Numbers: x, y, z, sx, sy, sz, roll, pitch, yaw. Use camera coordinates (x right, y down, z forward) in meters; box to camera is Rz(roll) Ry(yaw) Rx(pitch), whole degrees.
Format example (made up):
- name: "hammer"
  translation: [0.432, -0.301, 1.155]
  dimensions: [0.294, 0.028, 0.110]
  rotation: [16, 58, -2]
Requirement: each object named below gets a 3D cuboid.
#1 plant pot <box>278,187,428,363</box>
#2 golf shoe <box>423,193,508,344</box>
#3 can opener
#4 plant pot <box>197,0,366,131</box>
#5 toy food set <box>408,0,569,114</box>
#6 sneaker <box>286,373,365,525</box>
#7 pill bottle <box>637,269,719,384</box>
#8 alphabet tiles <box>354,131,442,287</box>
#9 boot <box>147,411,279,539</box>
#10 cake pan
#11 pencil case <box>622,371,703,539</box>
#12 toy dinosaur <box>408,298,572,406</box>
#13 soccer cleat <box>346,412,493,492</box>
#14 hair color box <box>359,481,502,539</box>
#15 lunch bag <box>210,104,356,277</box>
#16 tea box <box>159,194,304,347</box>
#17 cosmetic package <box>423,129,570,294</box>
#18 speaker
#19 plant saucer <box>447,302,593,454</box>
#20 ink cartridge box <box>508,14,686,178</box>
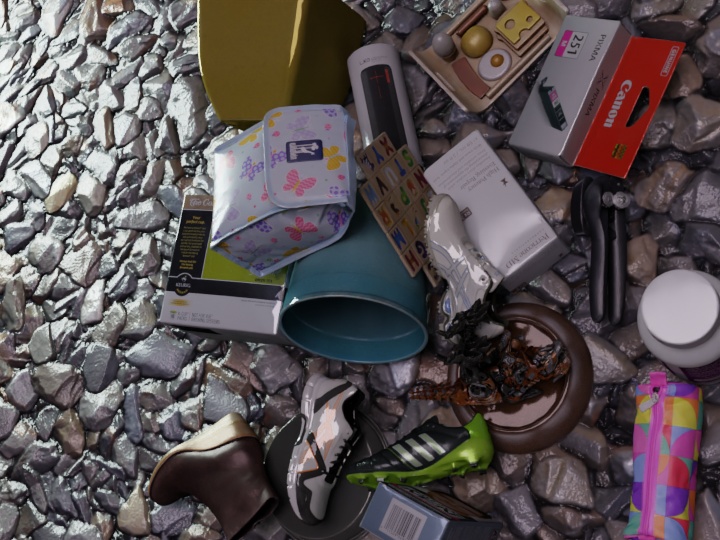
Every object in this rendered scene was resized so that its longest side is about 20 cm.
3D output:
- name: "plant pot"
  translation: [0.000, 0.000, 1.401]
  dimensions: [0.199, 0.200, 0.189]
  rotation: [-7, 58, 24]
- name: "golf shoe"
  translation: [0.143, -0.006, 1.334]
  dimensions: [0.097, 0.078, 0.201]
  rotation: [-8, 98, 35]
- name: "can opener"
  translation: [0.318, -0.028, 1.330]
  dimensions: [0.063, 0.079, 0.201]
  rotation: [0, 76, -15]
- name: "plant pot"
  translation: [-0.125, -0.305, 1.540]
  dimensions: [0.193, 0.195, 0.202]
  rotation: [4, 84, 26]
- name: "toy food set"
  translation: [0.182, -0.337, 1.471]
  dimensions: [0.200, 0.060, 0.144]
  rotation: [-44, 62, 9]
- name: "sneaker"
  translation: [-0.044, 0.238, 1.370]
  dimensions: [0.079, 0.074, 0.201]
  rotation: [3, 78, 24]
- name: "pill bottle"
  translation: [0.381, 0.062, 1.185]
  dimensions: [0.112, 0.200, 0.113]
  rotation: [-7, 73, 23]
- name: "alphabet tiles"
  translation: [0.065, -0.083, 1.374]
  dimensions: [0.006, 0.166, 0.201]
  rotation: [-25, 103, 33]
- name: "boot"
  translation: [-0.211, 0.313, 1.448]
  dimensions: [0.200, 0.072, 0.167]
  rotation: [-42, 47, 14]
- name: "cake pan"
  translation: [-0.053, 0.281, 1.425]
  dimensions: [0.199, 0.037, 0.202]
  rotation: [-7, 73, 24]
- name: "pencil case"
  translation: [0.357, 0.225, 1.220]
  dimensions: [0.088, 0.088, 0.201]
  rotation: [0, 77, 25]
- name: "toy dinosaur"
  translation: [0.157, 0.127, 1.286]
  dimensions: [0.199, 0.136, 0.102]
  rotation: [-32, 31, 0]
- name: "soccer cleat"
  translation: [0.076, 0.237, 1.339]
  dimensions: [0.199, 0.068, 0.082]
  rotation: [-14, 55, 17]
- name: "hair color box"
  translation: [0.091, 0.310, 1.256]
  dimensions: [0.099, 0.200, 0.061]
  rotation: [24, 87, 29]
- name: "lunch bag"
  translation: [-0.094, -0.114, 1.336]
  dimensions: [0.199, 0.127, 0.171]
  rotation: [-22, 53, 29]
- name: "tea box"
  translation: [-0.160, 0.002, 1.498]
  dimensions: [0.199, 0.134, 0.198]
  rotation: [5, 79, 26]
- name: "cosmetic package"
  translation: [0.182, -0.079, 1.393]
  dimensions: [0.102, 0.074, 0.200]
  rotation: [-39, 62, 11]
- name: "speaker"
  translation: [0.035, -0.226, 1.499]
  dimensions: [0.081, 0.081, 0.201]
  rotation: [-18, 69, 20]
- name: "plant saucer"
  translation: [0.202, 0.137, 1.348]
  dimensions: [0.199, 0.032, 0.202]
  rotation: [-8, 73, 25]
- name: "ink cartridge box"
  translation: [0.310, -0.233, 1.366]
  dimensions: [0.173, 0.043, 0.201]
  rotation: [22, 86, 46]
